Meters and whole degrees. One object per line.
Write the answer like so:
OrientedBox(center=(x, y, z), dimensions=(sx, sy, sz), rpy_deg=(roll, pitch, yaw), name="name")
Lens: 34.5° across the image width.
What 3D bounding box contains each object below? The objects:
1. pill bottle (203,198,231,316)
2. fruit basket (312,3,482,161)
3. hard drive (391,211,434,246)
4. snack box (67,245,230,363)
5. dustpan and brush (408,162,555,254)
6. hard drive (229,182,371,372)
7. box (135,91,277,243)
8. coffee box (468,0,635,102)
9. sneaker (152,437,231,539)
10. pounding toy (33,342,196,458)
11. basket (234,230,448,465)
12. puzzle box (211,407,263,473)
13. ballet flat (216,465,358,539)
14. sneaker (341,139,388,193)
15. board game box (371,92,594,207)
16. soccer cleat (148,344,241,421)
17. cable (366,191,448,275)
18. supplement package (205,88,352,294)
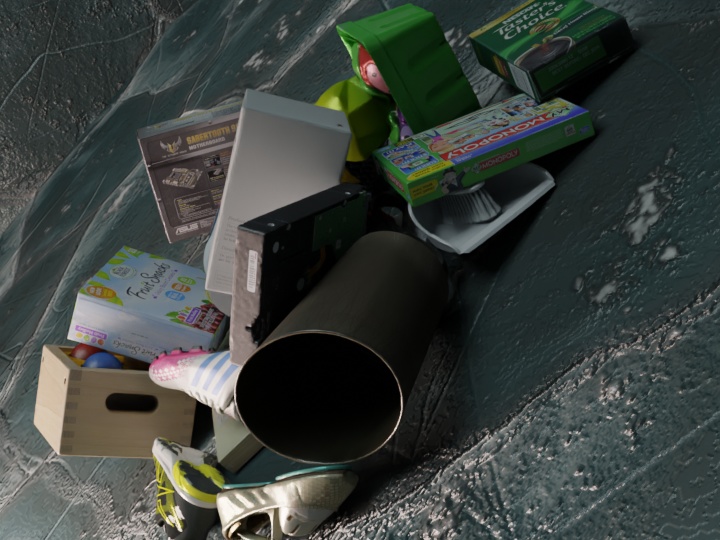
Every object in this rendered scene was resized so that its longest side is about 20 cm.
OrientedBox(center=(-0.133, -0.025, 1.450), dimensions=(0.119, 0.120, 0.200), rpy_deg=(-39, 20, 21), name="pill bottle")
OrientedBox(center=(0.021, -0.186, 1.345), dimensions=(0.216, 0.215, 0.156), rpy_deg=(-46, 24, 4), name="fruit basket")
OrientedBox(center=(0.000, 0.000, 1.294), dimensions=(0.199, 0.025, 0.132), rpy_deg=(-16, 39, 39), name="hard drive")
OrientedBox(center=(-0.247, 0.048, 1.433), dimensions=(0.200, 0.168, 0.068), rpy_deg=(-72, 0, -74), name="snack box")
OrientedBox(center=(0.087, -0.081, 1.206), dimensions=(0.139, 0.057, 0.200), rpy_deg=(-37, 21, -22), name="dustpan and brush")
OrientedBox(center=(-0.056, 0.001, 1.133), dimensions=(0.038, 0.140, 0.200), rpy_deg=(16, 24, 26), name="hard drive")
OrientedBox(center=(-0.190, -0.141, 1.592), dimensions=(0.199, 0.159, 0.048), rpy_deg=(-17, 26, -6), name="box")
OrientedBox(center=(0.207, -0.255, 1.291), dimensions=(0.123, 0.044, 0.200), rpy_deg=(-29, 25, 0), name="coffee box")
OrientedBox(center=(-0.195, 0.238, 1.245), dimensions=(0.200, 0.074, 0.085), rpy_deg=(-162, 93, -75), name="sneaker")
OrientedBox(center=(-0.281, 0.137, 1.419), dimensions=(0.184, 0.199, 0.143), rpy_deg=(15, 98, 63), name="pounding toy")
OrientedBox(center=(0.000, 0.060, 1.075), dimensions=(0.180, 0.136, 0.200), rpy_deg=(-30, 16, 38), name="basket")
OrientedBox(center=(-0.116, 0.129, 1.329), dimensions=(0.133, 0.025, 0.200), rpy_deg=(-44, 25, 11), name="puzzle box")
OrientedBox(center=(-0.067, 0.224, 1.089), dimensions=(0.200, 0.067, 0.063), rpy_deg=(-22, 64, 50), name="ballet flat")
OrientedBox(center=(-0.023, -0.089, 1.465), dimensions=(0.090, 0.070, 0.201), rpy_deg=(121, 174, -70), name="sneaker")
OrientedBox(center=(0.123, -0.130, 1.200), dimensions=(0.199, 0.029, 0.135), rpy_deg=(-22, 22, -8), name="board game box")
OrientedBox(center=(-0.159, 0.124, 1.265), dimensions=(0.199, 0.070, 0.087), rpy_deg=(-13, 77, 39), name="soccer cleat")
OrientedBox(center=(0.042, -0.028, 1.236), dimensions=(0.097, 0.050, 0.200), rpy_deg=(-34, 39, -21), name="cable")
OrientedBox(center=(-0.090, -0.078, 1.247), dimensions=(0.117, 0.116, 0.201), rpy_deg=(-102, 26, -72), name="supplement package")
